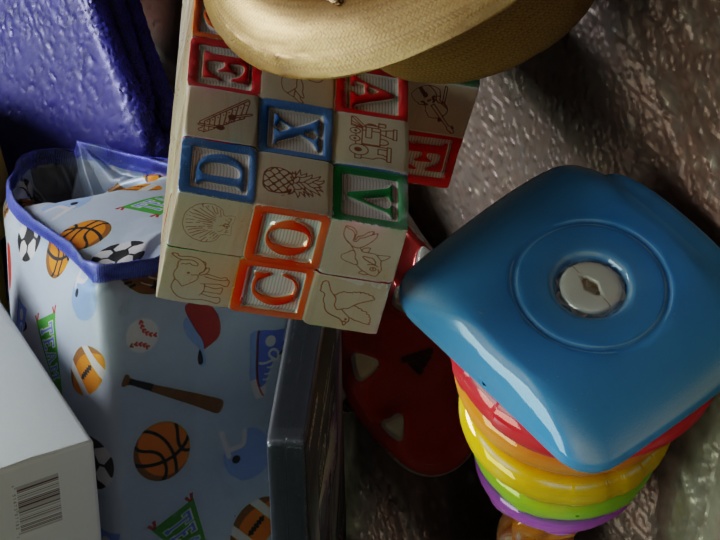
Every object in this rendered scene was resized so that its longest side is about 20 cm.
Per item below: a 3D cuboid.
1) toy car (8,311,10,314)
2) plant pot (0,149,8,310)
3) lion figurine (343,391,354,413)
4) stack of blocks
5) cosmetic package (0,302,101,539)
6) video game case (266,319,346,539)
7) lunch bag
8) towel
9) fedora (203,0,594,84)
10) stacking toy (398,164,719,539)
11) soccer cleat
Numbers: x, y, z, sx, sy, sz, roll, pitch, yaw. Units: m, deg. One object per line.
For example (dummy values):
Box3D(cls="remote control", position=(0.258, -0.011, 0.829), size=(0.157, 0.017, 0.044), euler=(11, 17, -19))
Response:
Box3D(cls="toy car", position=(-0.293, -0.021, 1.606), size=(0.200, 0.183, 0.178), euler=(-97, 9, -58))
Box3D(cls="plant pot", position=(-0.253, 0.029, 1.269), size=(0.200, 0.200, 0.190), euler=(13, 123, 57))
Box3D(cls="lion figurine", position=(-0.055, 0.053, 1.298), size=(0.123, 0.072, 0.201), euler=(57, 133, 41))
Box3D(cls="stack of blocks", position=(-0.014, -0.071, 1.016), size=(0.201, 0.114, 0.059), euler=(-88, 10, -45))
Box3D(cls="cosmetic package", position=(-0.160, 0.116, 1.140), size=(0.151, 0.051, 0.201), euler=(47, 146, 45))
Box3D(cls="video game case", position=(-0.021, 0.111, 1.092), size=(0.143, 0.019, 0.201), euler=(-81, -9, -57))
Box3D(cls="lunch bag", position=(-0.106, 0.041, 1.195), size=(0.200, 0.123, 0.171), euler=(26, 119, 58))
Box3D(cls="towel", position=(-0.170, -0.076, 1.329), size=(0.200, 0.049, 0.149), euler=(-35, 72, 41))
Box3D(cls="fedora", position=(0.039, -0.132, 0.961), size=(0.200, 0.201, 0.082), euler=(39, 172, 45))
Box3D(cls="stacking toy", position=(0.081, 0.066, 1.038), size=(0.116, 0.109, 0.201), euler=(43, 151, 26))
Box3D(cls="soccer cleat", position=(0.000, 0.000, 1.172), size=(0.201, 0.068, 0.085), euler=(64, 170, 8))
